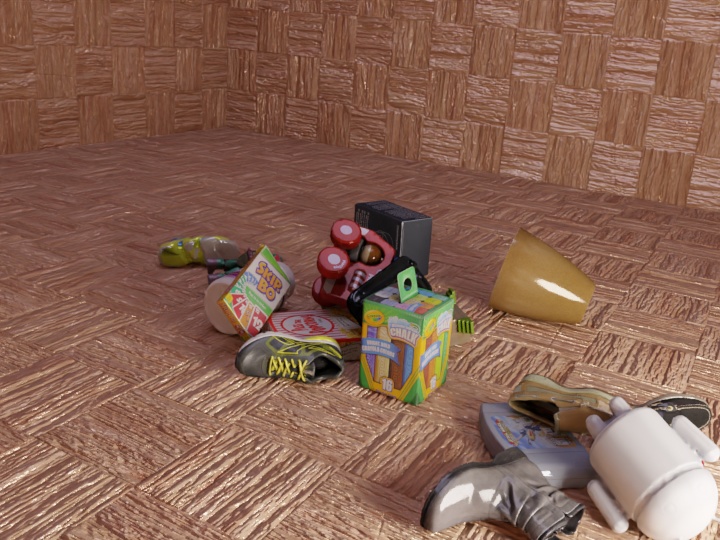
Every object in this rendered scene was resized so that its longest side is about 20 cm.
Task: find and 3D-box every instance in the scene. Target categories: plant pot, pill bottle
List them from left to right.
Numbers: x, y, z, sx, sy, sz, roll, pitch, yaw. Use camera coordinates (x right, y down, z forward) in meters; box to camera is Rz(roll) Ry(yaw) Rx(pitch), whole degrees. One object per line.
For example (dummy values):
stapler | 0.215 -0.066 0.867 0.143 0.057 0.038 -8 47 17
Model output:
pill bottle | -0.216 0.046 1.516 0.110 0.116 0.199 12 20 23
plant pot | 0.405 0.032 1.642 0.196 0.191 0.186 23 22 15

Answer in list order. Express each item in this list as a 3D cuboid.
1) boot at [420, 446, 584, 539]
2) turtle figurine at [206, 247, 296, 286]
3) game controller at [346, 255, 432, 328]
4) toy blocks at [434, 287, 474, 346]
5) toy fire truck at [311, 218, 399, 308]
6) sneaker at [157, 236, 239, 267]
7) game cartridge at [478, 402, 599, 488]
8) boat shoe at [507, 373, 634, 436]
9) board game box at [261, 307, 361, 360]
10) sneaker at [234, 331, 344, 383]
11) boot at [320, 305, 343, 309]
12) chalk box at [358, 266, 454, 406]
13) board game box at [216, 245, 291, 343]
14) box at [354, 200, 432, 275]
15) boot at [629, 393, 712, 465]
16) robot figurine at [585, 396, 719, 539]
boot | 0.181 0.299 0.934 0.196 0.071 0.131 -18 37 -31
turtle figurine | -0.245 0.001 1.683 0.194 0.104 0.150 -5 19 -10
game controller | 0.059 0.050 1.431 0.199 0.106 0.042 -35 3 -40
toy blocks | 0.130 0.103 1.491 0.133 0.103 0.200 -11 20 -9
toy fire truck | 0.000 0.000 1.504 0.164 0.114 0.203 20 49 4
sneaker | -0.396 -0.057 1.843 0.194 0.078 0.105 0 18 -12
game cartridge | 0.254 0.256 1.126 0.129 0.043 0.200 5 18 -13
boat shoe | 0.311 0.216 1.116 0.197 0.074 0.075 9 28 43
board game box | -0.076 0.123 1.423 0.195 0.048 0.151 -3 19 -22
sneaker | -0.115 0.152 1.282 0.195 0.077 0.085 -3 20 -22
boot | 0.005 0.031 1.613 0.150 0.074 0.201 -12 20 16
chalk box | 0.080 0.100 1.279 0.121 0.206 0.124 14 21 29
board game box | -0.195 0.037 1.423 0.029 0.097 0.201 -20 24 29
box | 0.078 -0.081 1.910 0.105 0.153 0.198 -9 23 -36
boot | 0.462 0.252 1.120 0.194 0.075 0.151 -2 18 -8
robot figurine | 0.375 0.260 0.968 0.113 0.169 0.201 42 11 -45
